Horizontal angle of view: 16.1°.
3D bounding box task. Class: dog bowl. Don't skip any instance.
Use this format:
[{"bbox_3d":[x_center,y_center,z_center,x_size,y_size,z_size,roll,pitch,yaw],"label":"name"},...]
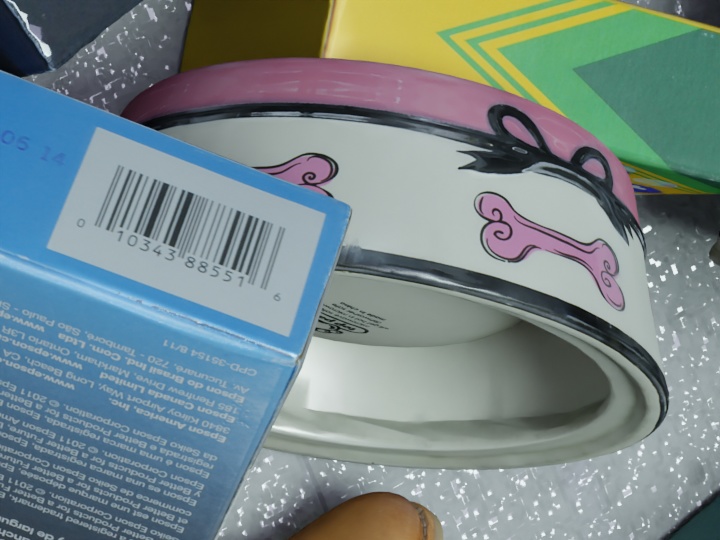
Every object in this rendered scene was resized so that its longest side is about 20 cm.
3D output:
[{"bbox_3d":[0.000,0.000,0.799,0.200,0.200,0.074,16,69,-24],"label":"dog bowl"}]

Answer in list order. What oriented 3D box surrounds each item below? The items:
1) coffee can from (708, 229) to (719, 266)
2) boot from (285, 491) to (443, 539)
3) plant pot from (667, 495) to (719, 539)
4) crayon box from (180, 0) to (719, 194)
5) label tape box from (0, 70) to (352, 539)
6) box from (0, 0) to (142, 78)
[{"bbox_3d":[0.216,-0.077,0.857,0.146,0.146,0.200,14,97,-24],"label":"coffee can"},{"bbox_3d":[-0.083,0.098,0.825,0.200,0.077,0.155,-37,109,-7],"label":"boot"},{"bbox_3d":[0.184,0.140,0.912,0.200,0.141,0.142,-26,101,-12],"label":"plant pot"},{"bbox_3d":[0.026,-0.068,0.840,0.200,0.126,0.052,13,86,-24],"label":"crayon box"},{"bbox_3d":[-0.104,0.037,0.717,0.144,0.200,0.063,21,48,-5],"label":"label tape box"},{"bbox_3d":[-0.081,-0.156,0.748,0.197,0.200,0.124,-39,105,-19],"label":"box"}]
